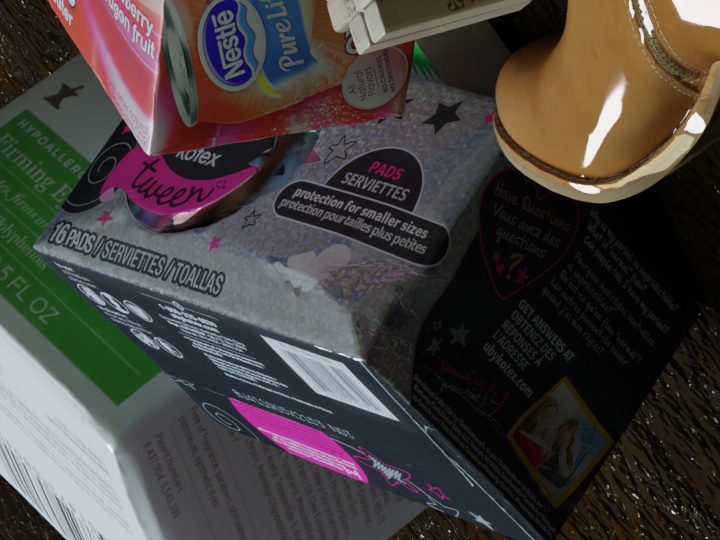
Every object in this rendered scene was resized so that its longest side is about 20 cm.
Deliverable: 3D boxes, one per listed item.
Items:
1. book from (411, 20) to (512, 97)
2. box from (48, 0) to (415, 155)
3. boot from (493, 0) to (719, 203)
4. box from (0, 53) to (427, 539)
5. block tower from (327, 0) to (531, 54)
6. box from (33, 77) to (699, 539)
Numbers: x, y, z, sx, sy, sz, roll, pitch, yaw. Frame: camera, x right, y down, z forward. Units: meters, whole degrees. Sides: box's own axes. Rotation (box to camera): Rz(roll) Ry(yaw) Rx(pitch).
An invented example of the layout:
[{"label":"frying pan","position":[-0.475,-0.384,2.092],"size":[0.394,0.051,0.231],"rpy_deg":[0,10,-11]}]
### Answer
[{"label":"book","position":[-0.019,-0.105,1.123],"size":[0.134,0.048,0.200],"rpy_deg":[53,161,-13]},{"label":"box","position":[-0.060,-0.137,0.960],"size":[0.200,0.095,0.100],"rpy_deg":[-125,33,-44]},{"label":"boot","position":[0.075,-0.099,0.837],"size":[0.156,0.077,0.200],"rpy_deg":[60,163,-18]},{"label":"box","position":[-0.084,0.033,1.327],"size":[0.199,0.171,0.200],"rpy_deg":[40,158,35]},{"label":"block tower","position":[-0.007,-0.166,0.841],"size":[0.054,0.058,0.201],"rpy_deg":[153,101,-76]},{"label":"box","position":[0.000,0.000,1.071],"size":[0.200,0.115,0.132],"rpy_deg":[16,156,48]}]
